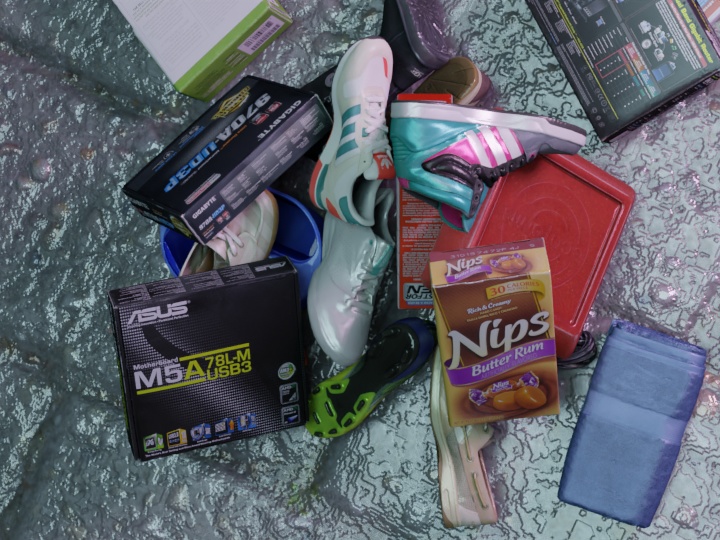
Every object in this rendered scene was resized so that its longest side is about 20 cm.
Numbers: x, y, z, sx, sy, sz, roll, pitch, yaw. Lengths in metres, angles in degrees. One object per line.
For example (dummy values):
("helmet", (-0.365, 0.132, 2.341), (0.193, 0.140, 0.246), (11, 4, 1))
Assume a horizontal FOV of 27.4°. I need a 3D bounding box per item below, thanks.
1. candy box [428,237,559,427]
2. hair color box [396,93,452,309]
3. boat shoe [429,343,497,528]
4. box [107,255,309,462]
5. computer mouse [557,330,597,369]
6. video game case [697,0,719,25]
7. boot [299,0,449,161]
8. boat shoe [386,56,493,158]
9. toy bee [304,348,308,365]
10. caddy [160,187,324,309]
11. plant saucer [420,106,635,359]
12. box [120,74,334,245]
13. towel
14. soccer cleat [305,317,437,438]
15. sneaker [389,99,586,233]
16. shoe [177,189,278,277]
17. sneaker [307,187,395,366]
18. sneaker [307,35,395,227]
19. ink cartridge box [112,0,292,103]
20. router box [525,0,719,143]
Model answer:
("candy box", (0.134, 0.065, 1.474), (0.116, 0.201, 0.057), (-8, 40, 3))
("hair color box", (0.068, -0.073, 1.551), (0.063, 0.111, 0.201), (1, 116, 1))
("boat shoe", (0.113, 0.175, 1.592), (0.065, 0.072, 0.201), (-5, 89, 10))
("box", (-0.158, 0.094, 1.575), (0.199, 0.048, 0.194), (-11, 121, -16))
("computer mouse", (0.172, 0.011, 1.590), (0.138, 0.053, 0.201), (-9, 93, 7))
("video game case", (0.323, -0.349, 1.578), (0.143, 0.017, 0.200), (-44, 75, 11))
("boot", (-0.001, -0.234, 1.651), (0.200, 0.065, 0.165), (-37, 41, 30))
("boat shoe", (0.065, -0.151, 1.624), (0.201, 0.066, 0.072), (-40, 52, 23))
("toy bee", (-0.164, 0.101, 1.673), (0.199, 0.109, 0.132), (3, 103, -12))
("caddy", (-0.128, -0.029, 1.658), (0.199, 0.105, 0.142), (24, 93, 18))
("plant saucer", (0.183, -0.036, 1.514), (0.199, 0.037, 0.201), (27, 82, -24))
("box", (-0.145, -0.123, 1.599), (0.200, 0.046, 0.159), (-44, 33, -15))
("towel", (0.283, 0.160, 1.547), (0.111, 0.049, 0.201), (20, 92, 18))
("soccer cleat", (0.013, 0.122, 1.627), (0.200, 0.084, 0.065), (-44, 71, 32))
("sneaker", (0.120, -0.096, 1.432), (0.199, 0.084, 0.122), (5, 95, -14))
("shoe", (-0.153, -0.001, 1.585), (0.070, 0.053, 0.201), (35, 104, 10))
("sneaker", (0.000, 0.000, 1.576), (0.088, 0.075, 0.201), (-18, 58, 40))
("sneaker", (0.011, -0.140, 1.541), (0.093, 0.070, 0.201), (36, 118, 41))
("ink cartridge box", (-0.199, -0.321, 1.715), (0.148, 0.076, 0.200), (-40, 75, 12))
("router box", (0.276, -0.257, 1.550), (0.149, 0.062, 0.201), (-30, 81, 25))
